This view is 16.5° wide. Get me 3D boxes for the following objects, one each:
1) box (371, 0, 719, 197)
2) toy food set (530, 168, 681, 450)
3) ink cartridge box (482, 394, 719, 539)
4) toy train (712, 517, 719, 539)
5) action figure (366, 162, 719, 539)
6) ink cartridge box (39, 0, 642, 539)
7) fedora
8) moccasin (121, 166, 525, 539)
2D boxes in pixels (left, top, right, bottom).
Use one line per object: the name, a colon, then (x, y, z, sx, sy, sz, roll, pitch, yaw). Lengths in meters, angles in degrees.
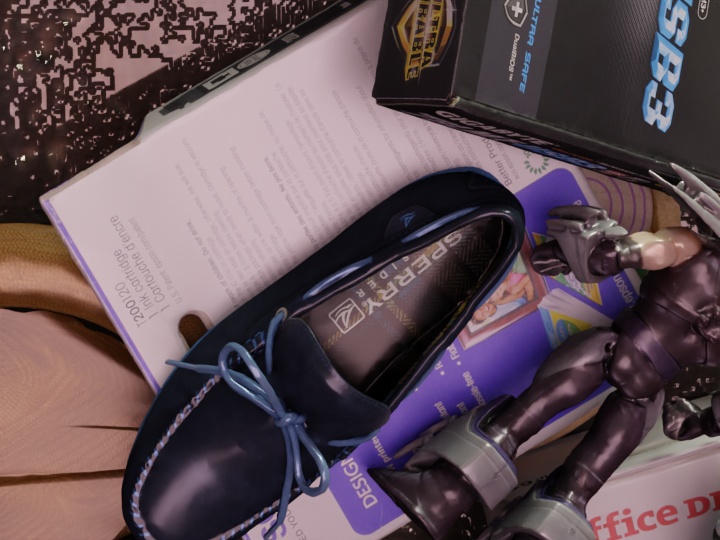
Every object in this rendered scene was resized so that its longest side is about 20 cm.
box: (0.103, -0.140, 0.986, 0.198, 0.050, 0.200, 14, 83, -42)
toy food set: (0.047, -0.014, 1.070, 0.198, 0.049, 0.200, -26, 101, -3)
ink cartridge box: (0.147, 0.164, 1.095, 0.144, 0.085, 0.200, -15, 103, -6)
toy train: (0.216, 0.163, 1.020, 0.114, 0.087, 0.200, -33, 109, -14)
action figure: (0.102, 0.040, 0.988, 0.200, 0.069, 0.130, -43, 104, -7)
ink cartridge box: (0.000, 0.000, 1.013, 0.200, 0.043, 0.198, -31, 103, -8)
fedora: (-0.144, 0.068, 1.040, 0.200, 0.082, 0.201, -1, 100, -8)
moccasin: (-0.018, 0.033, 0.957, 0.080, 0.068, 0.200, 41, 88, -15)
